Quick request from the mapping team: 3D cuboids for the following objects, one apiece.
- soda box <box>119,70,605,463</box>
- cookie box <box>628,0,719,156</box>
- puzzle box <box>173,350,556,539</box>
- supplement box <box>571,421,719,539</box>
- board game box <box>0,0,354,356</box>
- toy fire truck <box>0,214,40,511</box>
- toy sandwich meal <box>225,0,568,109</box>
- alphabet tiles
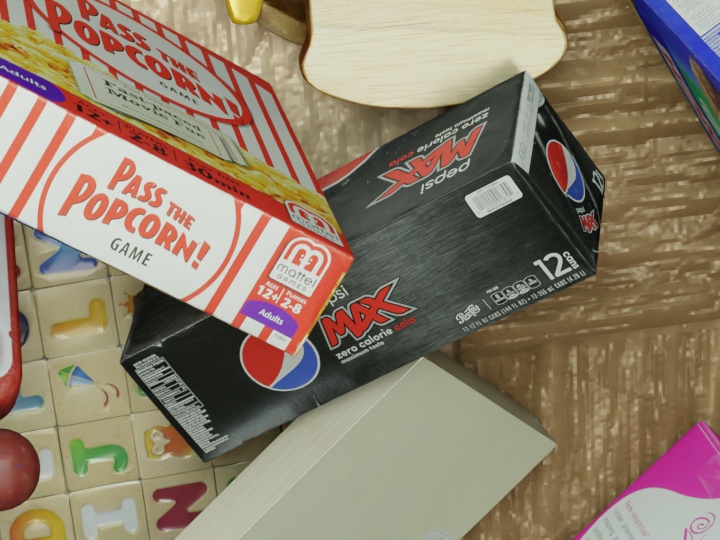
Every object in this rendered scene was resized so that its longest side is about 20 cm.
[{"bbox_3d":[0.000,0.000,0.969,0.199,0.071,0.063,-26,119,26],"label":"soda box"},{"bbox_3d":[0.189,-0.055,0.957,0.075,0.200,0.172,-33,114,5],"label":"cookie box"},{"bbox_3d":[-0.017,0.118,1.050,0.200,0.025,0.133,-44,145,8],"label":"puzzle box"},{"bbox_3d":[0.130,0.185,1.100,0.200,0.101,0.103,-45,114,9],"label":"supplement box"},{"bbox_3d":[-0.093,-0.056,0.899,0.151,0.200,0.046,27,105,-21],"label":"board game box"},{"bbox_3d":[-0.211,0.041,0.929,0.167,0.201,0.112,-1,154,-16],"label":"toy fire truck"},{"bbox_3d":[0.015,-0.160,0.948,0.203,0.070,0.207,-4,113,-10],"label":"toy sandwich meal"},{"bbox_3d":[-0.104,0.048,1.047,0.198,0.006,0.168,-9,114,-8],"label":"alphabet tiles"}]
